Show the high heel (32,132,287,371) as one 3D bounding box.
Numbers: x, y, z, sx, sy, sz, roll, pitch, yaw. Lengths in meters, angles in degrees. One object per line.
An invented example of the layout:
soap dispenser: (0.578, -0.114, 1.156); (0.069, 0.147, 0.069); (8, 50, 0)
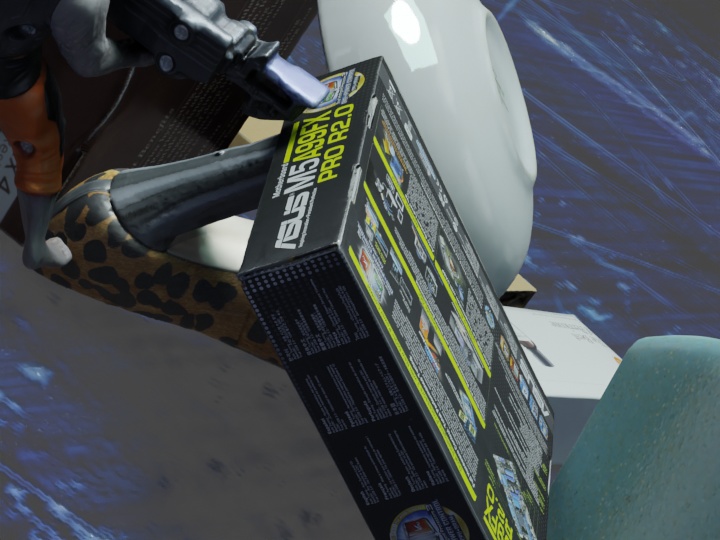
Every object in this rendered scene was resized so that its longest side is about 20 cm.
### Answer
high heel: (-0.055, 0.027, 1.015); (0.071, 0.142, 0.200); (-85, 155, -51)

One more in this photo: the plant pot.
plant pot: (0.185, 0.132, 0.958); (0.196, 0.196, 0.200); (17, 15, -45)

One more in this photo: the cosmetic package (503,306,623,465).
cosmetic package: (0.078, 0.058, 1.163); (0.083, 0.051, 0.200); (46, 20, 28)

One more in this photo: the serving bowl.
serving bowl: (0.042, -0.075, 1.073); (0.200, 0.066, 0.200); (-15, 90, -77)

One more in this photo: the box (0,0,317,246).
box: (-0.137, -0.134, 1.070); (0.164, 0.166, 0.200); (39, 17, 10)

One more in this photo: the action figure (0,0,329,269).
action figure: (-0.122, -0.082, 0.883); (0.200, 0.194, 0.105); (29, 31, 6)

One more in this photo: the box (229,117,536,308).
box: (0.000, -0.042, 1.327); (0.200, 0.021, 0.163); (41, 18, 19)

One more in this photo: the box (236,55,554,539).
box: (0.021, 0.034, 0.914); (0.160, 0.044, 0.200); (-78, 145, -57)
